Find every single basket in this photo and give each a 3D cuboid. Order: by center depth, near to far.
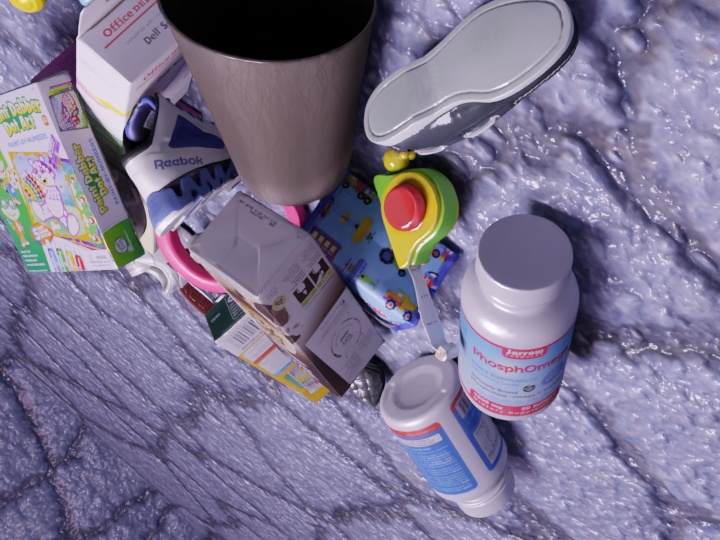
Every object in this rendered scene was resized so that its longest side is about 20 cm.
[{"bbox_3d":[-0.070,-0.160,0.762,0.177,0.138,0.201,16,151,11],"label":"basket"}]

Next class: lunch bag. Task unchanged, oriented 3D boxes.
[{"bbox_3d":[0.000,0.000,0.967,0.149,0.095,0.200,37,162,-1],"label":"lunch bag"}]

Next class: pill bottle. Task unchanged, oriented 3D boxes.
[{"bbox_3d":[0.145,0.045,0.820,0.107,0.109,0.202,26,149,23],"label":"pill bottle"},{"bbox_3d":[0.114,0.211,1.091,0.111,0.113,0.202,3,135,47],"label":"pill bottle"}]

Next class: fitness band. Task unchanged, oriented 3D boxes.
[{"bbox_3d":[-0.154,-0.053,1.036,0.198,0.038,0.144,-28,111,32],"label":"fitness band"}]

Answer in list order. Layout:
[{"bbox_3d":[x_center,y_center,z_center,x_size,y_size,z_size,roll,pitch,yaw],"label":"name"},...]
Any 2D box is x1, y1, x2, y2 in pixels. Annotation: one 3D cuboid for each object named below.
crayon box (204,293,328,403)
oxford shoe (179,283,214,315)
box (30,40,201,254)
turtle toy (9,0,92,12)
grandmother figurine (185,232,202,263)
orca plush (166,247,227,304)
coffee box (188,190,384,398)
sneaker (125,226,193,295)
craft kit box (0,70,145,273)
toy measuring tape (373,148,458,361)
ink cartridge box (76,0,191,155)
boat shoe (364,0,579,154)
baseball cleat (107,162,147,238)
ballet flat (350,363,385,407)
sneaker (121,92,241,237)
[{"bbox_3d":[-0.074,0.069,1.056,0.200,0.125,0.052,40,-168,-45],"label":"crayon box"},{"bbox_3d":[-0.181,0.065,1.282,0.198,0.071,0.075,31,156,18],"label":"oxford shoe"},{"bbox_3d":[-0.290,-0.148,1.077,0.174,0.097,0.201,35,151,7],"label":"box"},{"bbox_3d":[-0.241,-0.314,0.756,0.099,0.149,0.201,16,153,-7],"label":"turtle toy"},{"bbox_3d":[-0.150,0.016,1.188,0.198,0.061,0.122,35,143,2],"label":"grandmother figurine"},{"bbox_3d":[-0.149,0.027,1.137,0.199,0.072,0.105,38,174,13],"label":"orca plush"},{"bbox_3d":[-0.068,0.028,0.884,0.112,0.080,0.201,31,164,38],"label":"coffee box"},{"bbox_3d":[-0.306,-0.054,1.227,0.200,0.100,0.075,47,153,-12],"label":"sneaker"},{"bbox_3d":[-0.336,-0.096,0.946,0.197,0.048,0.201,-2,112,43],"label":"craft kit box"},{"bbox_3d":[0.068,-0.023,0.811,0.073,0.072,0.204,-31,76,61],"label":"toy measuring tape"},{"bbox_3d":[-0.216,-0.210,0.866,0.067,0.118,0.200,40,156,-2],"label":"ink cartridge box"},{"bbox_3d":[0.088,-0.144,0.671,0.060,0.078,0.198,11,162,-41],"label":"boat shoe"},{"bbox_3d":[-0.317,-0.097,1.025,0.200,0.070,0.107,46,159,9],"label":"baseball cleat"},{"bbox_3d":[-0.062,0.137,1.201,0.196,0.058,0.066,11,171,17],"label":"ballet flat"},{"bbox_3d":[-0.164,-0.127,0.869,0.080,0.199,0.116,-33,98,37],"label":"sneaker"}]
